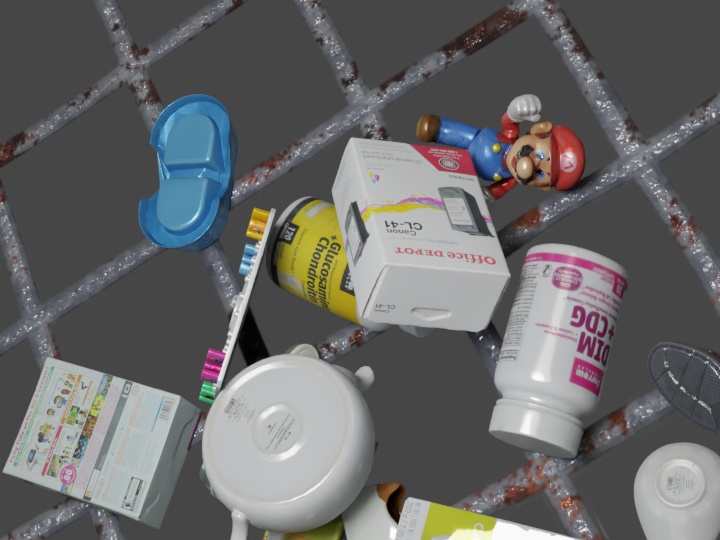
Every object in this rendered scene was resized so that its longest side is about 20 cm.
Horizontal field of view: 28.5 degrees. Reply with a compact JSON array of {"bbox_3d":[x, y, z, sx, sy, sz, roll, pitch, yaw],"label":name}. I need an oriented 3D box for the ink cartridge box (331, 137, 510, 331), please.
[{"bbox_3d":[0.061,-0.041,1.493,0.146,0.086,0.201,5,42,-19],"label":"ink cartridge box"}]

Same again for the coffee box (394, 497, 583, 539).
[{"bbox_3d":[0.136,0.350,1.353,0.195,0.200,0.202,10,75,24],"label":"coffee box"}]

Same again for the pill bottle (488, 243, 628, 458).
[{"bbox_3d":[0.204,0.084,1.473,0.112,0.113,0.203,10,76,25],"label":"pill bottle"}]

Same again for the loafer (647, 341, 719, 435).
[{"bbox_3d":[0.382,0.132,1.423,0.199,0.063,0.073,32,115,33],"label":"loafer"}]

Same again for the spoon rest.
[{"bbox_3d":[0.314,0.265,1.403,0.098,0.061,0.202,2,59,21],"label":"spoon rest"}]

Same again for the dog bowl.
[{"bbox_3d":[-0.207,-0.116,1.751,0.110,0.050,0.203,-1,71,22],"label":"dog bowl"}]

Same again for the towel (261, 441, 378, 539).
[{"bbox_3d":[-0.053,0.271,1.566,0.085,0.018,0.202,18,78,21],"label":"towel"}]

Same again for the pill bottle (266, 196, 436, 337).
[{"bbox_3d":[0.000,0.000,1.587,0.198,0.112,0.113,23,81,27],"label":"pill bottle"}]

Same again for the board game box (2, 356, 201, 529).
[{"bbox_3d":[-0.304,0.201,1.666,0.198,0.064,0.149,14,76,24],"label":"board game box"}]

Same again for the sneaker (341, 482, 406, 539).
[{"bbox_3d":[0.039,0.315,1.478,0.084,0.073,0.202,-23,63,15],"label":"sneaker"}]

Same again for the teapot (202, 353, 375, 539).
[{"bbox_3d":[-0.068,0.199,1.504,0.198,0.146,0.199,-20,58,5],"label":"teapot"}]

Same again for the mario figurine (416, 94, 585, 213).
[{"bbox_3d":[0.152,-0.126,1.571,0.198,0.124,0.107,6,61,28],"label":"mario figurine"}]

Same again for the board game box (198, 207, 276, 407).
[{"bbox_3d":[-0.140,0.045,1.585,0.026,0.200,0.202,17,76,-3],"label":"board game box"}]

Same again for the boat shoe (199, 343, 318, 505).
[{"bbox_3d":[-0.118,0.165,1.599,0.061,0.073,0.202,23,81,45],"label":"boat shoe"}]
